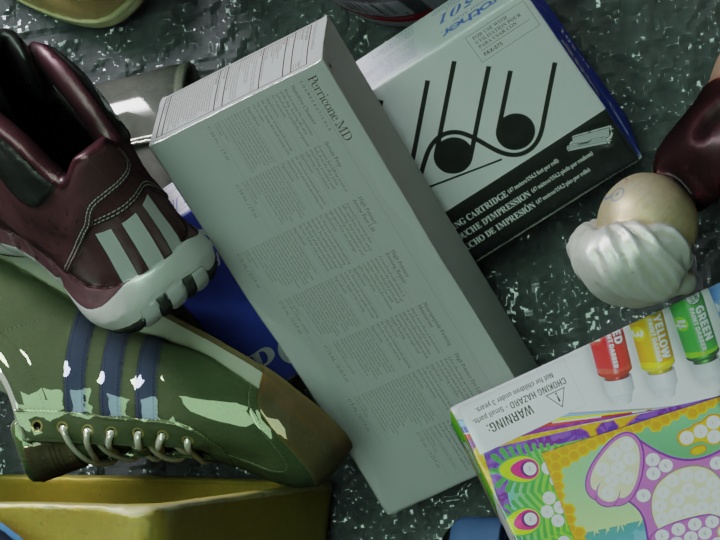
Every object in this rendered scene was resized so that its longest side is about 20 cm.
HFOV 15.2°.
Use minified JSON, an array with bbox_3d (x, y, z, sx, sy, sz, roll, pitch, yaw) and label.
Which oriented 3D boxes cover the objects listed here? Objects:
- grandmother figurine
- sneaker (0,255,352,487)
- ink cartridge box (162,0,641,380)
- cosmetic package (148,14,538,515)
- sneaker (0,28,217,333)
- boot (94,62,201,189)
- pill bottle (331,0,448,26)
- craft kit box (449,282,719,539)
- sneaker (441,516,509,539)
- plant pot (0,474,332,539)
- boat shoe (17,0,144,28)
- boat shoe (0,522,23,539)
[{"bbox_3d":[0.154,-0.067,1.093,0.061,0.121,0.200,38,78,3],"label":"grandmother figurine"},{"bbox_3d":[-0.105,0.059,1.143,0.200,0.067,0.090,30,73,26],"label":"sneaker"},{"bbox_3d":[0.010,-0.037,1.154,0.200,0.044,0.094,-33,113,13],"label":"ink cartridge box"},{"bbox_3d":[0.000,0.000,1.117,0.082,0.051,0.200,-24,115,17],"label":"cosmetic package"},{"bbox_3d":[-0.138,-0.059,1.104,0.076,0.116,0.200,-40,37,-19],"label":"sneaker"},{"bbox_3d":[-0.169,-0.065,1.237,0.199,0.073,0.182,-14,92,25],"label":"boot"},{"bbox_3d":[-0.007,-0.176,1.122,0.110,0.200,0.111,-3,81,19],"label":"pill bottle"},{"bbox_3d":[0.165,0.103,1.073,0.200,0.049,0.198,-25,77,-4],"label":"craft kit box"},{"bbox_3d":[0.019,0.199,1.131,0.078,0.070,0.201,7,86,14],"label":"sneaker"},{"bbox_3d":[-0.132,0.190,1.131,0.195,0.194,0.201,-1,88,20],"label":"plant pot"},{"bbox_3d":[-0.179,-0.185,1.260,0.201,0.063,0.073,43,98,20],"label":"boat shoe"},{"bbox_3d":[-0.221,0.124,1.027,0.199,0.069,0.084,-1,93,20],"label":"boat shoe"}]
